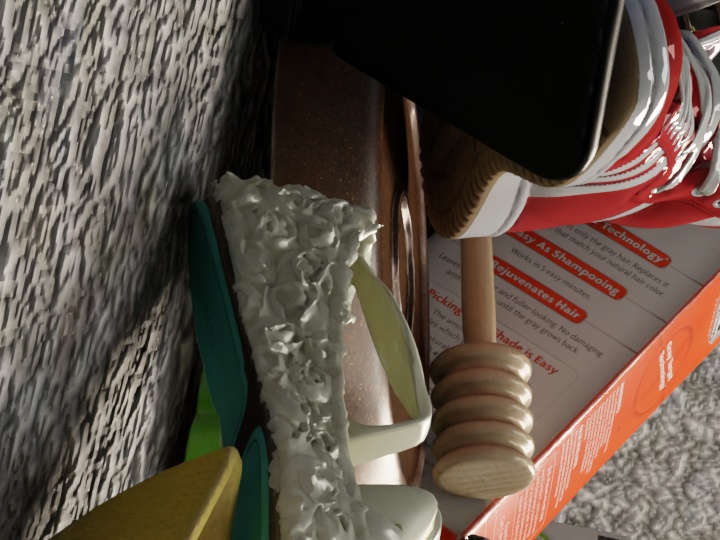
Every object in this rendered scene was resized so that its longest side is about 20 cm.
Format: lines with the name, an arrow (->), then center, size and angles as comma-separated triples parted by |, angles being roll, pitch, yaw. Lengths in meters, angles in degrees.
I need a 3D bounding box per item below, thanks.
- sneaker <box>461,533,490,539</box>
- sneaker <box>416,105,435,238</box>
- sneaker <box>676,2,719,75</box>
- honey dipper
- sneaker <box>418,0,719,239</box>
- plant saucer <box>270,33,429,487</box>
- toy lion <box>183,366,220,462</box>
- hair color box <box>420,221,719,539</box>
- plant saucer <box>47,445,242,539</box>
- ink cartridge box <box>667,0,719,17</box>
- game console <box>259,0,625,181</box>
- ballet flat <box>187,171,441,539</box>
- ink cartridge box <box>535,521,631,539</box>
sneaker -> 0.030, 0.181, 0.989 | 0.072, 0.072, 0.200 | 94, 11, -53
sneaker -> 0.023, -0.008, 1.201 | 0.200, 0.070, 0.082 | 89, 12, -57
sneaker -> 0.088, -0.105, 1.079 | 0.200, 0.106, 0.075 | 35, 39, -40
honey dipper -> 0.043, -0.015, 1.081 | 0.038, 0.038, 0.201 | 90, 0, -62
sneaker -> 0.095, -0.055, 0.945 | 0.200, 0.112, 0.072 | 144, -59, -74
plant saucer -> 0.000, 0.000, 0.984 | 0.200, 0.034, 0.201 | -2, 90, -84
toy lion -> -0.036, 0.111, 1.007 | 0.200, 0.068, 0.193 | 35, 60, -83
hair color box -> 0.056, 0.035, 1.134 | 0.200, 0.101, 0.061 | -42, 152, -33
plant saucer -> -0.084, 0.164, 0.708 | 0.200, 0.048, 0.201 | -63, 163, -66
ink cartridge box -> 0.127, -0.204, 1.013 | 0.200, 0.145, 0.083 | -46, -165, -26
game console -> 0.040, -0.159, 0.876 | 0.176, 0.116, 0.201 | -67, 168, -58
ballet flat -> -0.010, 0.051, 0.812 | 0.072, 0.071, 0.201 | 94, -8, -51
ink cartridge box -> 0.062, 0.154, 1.263 | 0.104, 0.199, 0.060 | -66, 167, -62
